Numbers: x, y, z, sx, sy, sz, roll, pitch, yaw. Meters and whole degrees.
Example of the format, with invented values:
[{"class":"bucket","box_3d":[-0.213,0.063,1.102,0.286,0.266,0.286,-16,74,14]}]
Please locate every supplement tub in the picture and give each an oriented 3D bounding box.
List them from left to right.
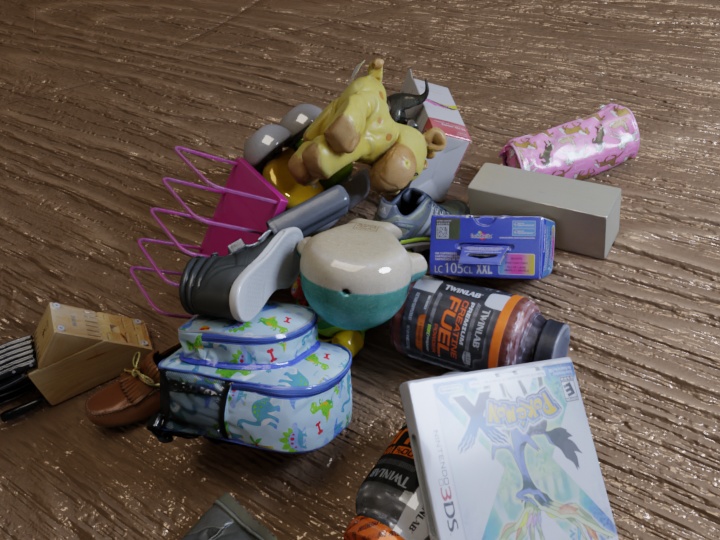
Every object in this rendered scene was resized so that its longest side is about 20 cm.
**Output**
[{"class":"supplement tub","box_3d":[0.077,0.211,0.750,0.121,0.124,0.200,19,52,31]},{"class":"supplement tub","box_3d":[0.141,0.072,0.889,0.198,0.108,0.107,14,49,28]}]

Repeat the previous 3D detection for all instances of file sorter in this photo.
[{"class":"file sorter","box_3d":[-0.216,-0.048,1.024,0.124,0.202,0.139,10,23,-43]}]

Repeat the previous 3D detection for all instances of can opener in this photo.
[{"class":"can opener","box_3d":[-0.094,-0.036,0.973,0.198,0.053,0.067,-29,76,-14]}]

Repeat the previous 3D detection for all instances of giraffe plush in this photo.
[{"class":"giraffe plush","box_3d":[0.021,-0.172,1.046,0.172,0.162,0.201,-17,38,60]}]

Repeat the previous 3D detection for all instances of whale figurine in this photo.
[{"class":"whale figurine","box_3d":[0.000,0.000,0.894,0.157,0.105,0.200,8,22,6]}]

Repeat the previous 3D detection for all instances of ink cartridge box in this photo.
[{"class":"ink cartridge box","box_3d":[0.102,-0.218,1.185,0.067,0.117,0.201,9,40,-19]},{"class":"ink cartridge box","box_3d":[0.164,-0.030,0.930,0.134,0.078,0.200,2,1,19]}]

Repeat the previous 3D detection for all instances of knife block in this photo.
[{"class":"knife block","box_3d":[-0.403,0.137,1.022,0.198,0.177,0.064,16,27,-37]}]

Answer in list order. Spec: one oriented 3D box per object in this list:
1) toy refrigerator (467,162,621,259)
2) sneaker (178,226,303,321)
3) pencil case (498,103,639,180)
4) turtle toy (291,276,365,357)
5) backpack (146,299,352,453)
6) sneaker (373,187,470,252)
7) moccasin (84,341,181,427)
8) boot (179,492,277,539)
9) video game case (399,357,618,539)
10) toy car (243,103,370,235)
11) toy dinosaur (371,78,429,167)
[{"class":"toy refrigerator","box_3d":[0.255,-0.088,1.046,0.198,0.077,0.070,16,50,30]},{"class":"sneaker","box_3d":[-0.136,-0.005,0.868,0.098,0.072,0.200,4,24,19]},{"class":"pencil case","box_3d":[0.310,-0.179,1.121,0.198,0.083,0.087,-20,43,-4]},{"class":"turtle toy","box_3d":[-0.044,0.019,1.000,0.198,0.102,0.146,16,51,29]},{"class":"backpack","box_3d":[-0.110,0.117,0.854,0.197,0.149,0.183,10,16,18]},{"class":"sneaker","box_3d":[0.091,-0.076,1.049,0.073,0.082,0.199,27,32,35]},{"class":"moccasin","box_3d":[-0.257,0.133,0.959,0.199,0.078,0.074,-23,43,-8]},{"class":"boot","box_3d":[-0.167,0.330,0.734,0.199,0.073,0.181,-35,32,-29]},{"class":"video game case","box_3d":[0.142,0.184,0.708,0.197,0.022,0.185,-4,74,-27]},{"class":"toy car","box_3d":[-0.096,-0.140,1.158,0.150,0.176,0.200,-34,8,45]},{"class":"toy dinosaur","box_3d":[0.038,-0.218,1.152,0.076,0.201,0.103,-4,47,-26]}]
